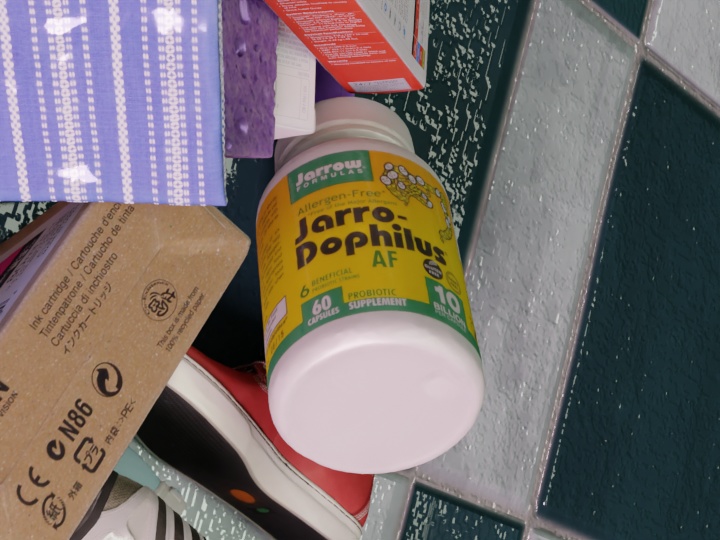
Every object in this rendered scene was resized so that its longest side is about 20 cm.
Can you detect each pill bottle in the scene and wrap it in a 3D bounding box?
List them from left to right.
[{"bbox_3d":[0.000,0.000,0.857,0.113,0.112,0.201,43,27,-37],"label":"pill bottle"}]

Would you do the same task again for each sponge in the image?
[{"bbox_3d":[-0.107,-0.110,0.733,0.199,0.030,0.113,-4,97,-57],"label":"sponge"}]

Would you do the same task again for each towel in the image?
[{"bbox_3d":[-0.152,-0.085,0.607,0.024,0.198,0.146,-90,-178,-53],"label":"towel"}]

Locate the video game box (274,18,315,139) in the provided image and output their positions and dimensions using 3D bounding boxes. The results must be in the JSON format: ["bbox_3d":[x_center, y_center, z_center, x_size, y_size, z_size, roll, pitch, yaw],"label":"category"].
[{"bbox_3d":[-0.109,-0.173,0.821,0.199,0.047,0.184,7,84,-40],"label":"video game box"}]

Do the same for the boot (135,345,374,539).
[{"bbox_3d":[-0.050,0.058,0.897,0.200,0.072,0.145,45,54,-37],"label":"boot"}]

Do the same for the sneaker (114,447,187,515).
[{"bbox_3d":[-0.181,0.159,0.777,0.082,0.074,0.200,46,61,-1],"label":"sneaker"}]

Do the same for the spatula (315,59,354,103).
[{"bbox_3d":[-0.072,-0.116,0.892,0.199,0.020,0.057,7,80,-41],"label":"spatula"}]

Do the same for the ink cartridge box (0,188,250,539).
[{"bbox_3d":[-0.156,0.057,0.697,0.075,0.164,0.201,42,55,-19],"label":"ink cartridge box"}]

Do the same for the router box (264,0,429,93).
[{"bbox_3d":[-0.004,-0.220,0.844,0.179,0.048,0.202,38,54,-69],"label":"router box"}]

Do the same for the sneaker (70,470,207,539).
[{"bbox_3d":[-0.132,0.187,0.701,0.115,0.076,0.201,31,63,-2],"label":"sneaker"}]
